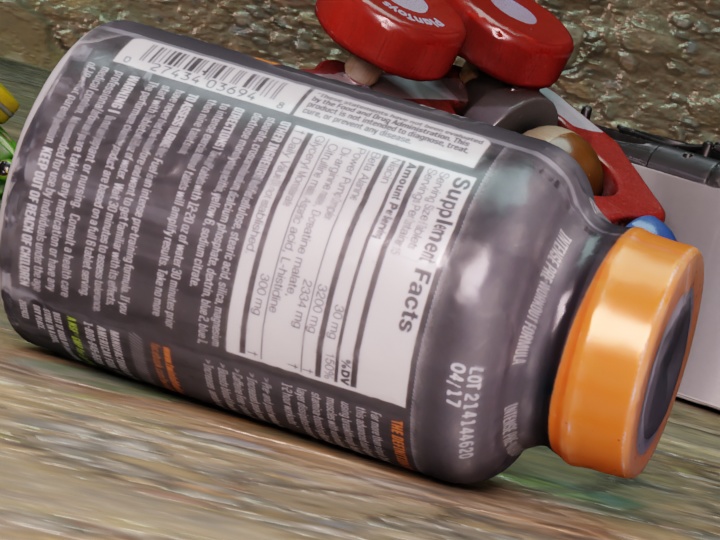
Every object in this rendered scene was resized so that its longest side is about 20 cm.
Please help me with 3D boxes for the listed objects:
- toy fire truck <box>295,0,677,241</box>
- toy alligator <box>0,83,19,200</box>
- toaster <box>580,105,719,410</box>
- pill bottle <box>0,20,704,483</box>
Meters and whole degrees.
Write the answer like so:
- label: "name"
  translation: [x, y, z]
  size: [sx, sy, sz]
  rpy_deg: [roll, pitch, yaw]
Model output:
- label: "toy fire truck"
  translation: [0.053, -0.042, 1.214]
  size: [0.200, 0.112, 0.168]
  rpy_deg: [0, 37, -50]
- label: "toy alligator"
  translation: [-0.167, -0.051, 1.183]
  size: [0.054, 0.059, 0.200]
  rpy_deg: [43, -1, -12]
- label: "toaster"
  translation: [0.182, 0.001, 1.341]
  size: [0.180, 0.119, 0.200]
  rpy_deg: [18, 5, 34]
- label: "pill bottle"
  translation: [0.000, 0.000, 0.830]
  size: [0.199, 0.107, 0.106]
  rpy_deg: [18, 5, 16]
